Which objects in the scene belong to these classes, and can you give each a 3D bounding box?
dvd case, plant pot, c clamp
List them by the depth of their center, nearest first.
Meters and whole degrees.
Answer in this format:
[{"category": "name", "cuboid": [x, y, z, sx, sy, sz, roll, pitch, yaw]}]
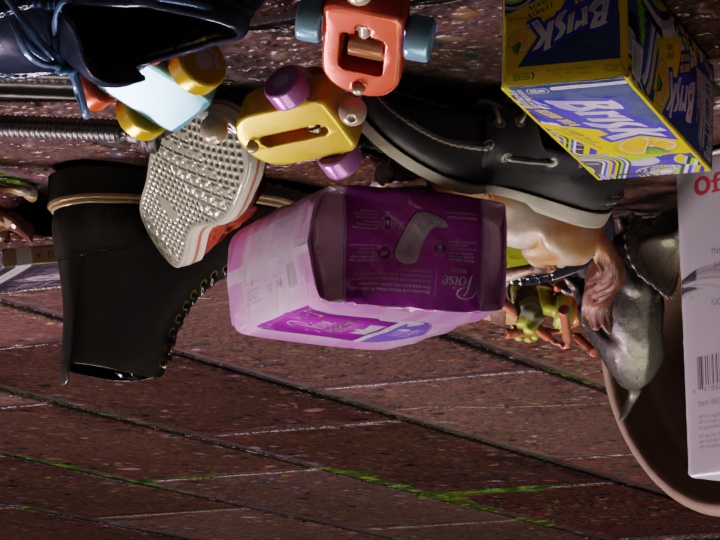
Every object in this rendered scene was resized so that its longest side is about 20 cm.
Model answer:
[{"category": "c clamp", "cuboid": [-0.189, -0.092, 1.678, 0.198, 0.027, 0.171, 1, 163, 8]}, {"category": "dvd case", "cuboid": [-0.169, -0.007, 2.005, 0.199, 0.016, 0.149, -6, 175, -21]}, {"category": "plant pot", "cuboid": [0.293, 0.056, 2.022, 0.174, 0.202, 0.200, -14, 178, -36]}]

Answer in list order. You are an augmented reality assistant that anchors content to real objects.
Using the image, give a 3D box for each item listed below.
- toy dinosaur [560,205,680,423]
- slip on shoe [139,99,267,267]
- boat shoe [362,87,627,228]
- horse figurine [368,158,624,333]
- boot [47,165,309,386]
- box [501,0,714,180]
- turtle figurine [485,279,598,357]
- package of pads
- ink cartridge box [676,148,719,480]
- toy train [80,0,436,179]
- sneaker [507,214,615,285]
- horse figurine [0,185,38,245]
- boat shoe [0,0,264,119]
[{"category": "toy dinosaur", "cuboid": [0.175, 0.027, 1.939, 0.076, 0.201, 0.102, 0, -150, -20]}, {"category": "slip on shoe", "cuboid": [-0.087, -0.059, 1.754, 0.061, 0.074, 0.200, -32, 172, -20]}, {"category": "boat shoe", "cuboid": [0.080, -0.081, 1.683, 0.199, 0.073, 0.063, 16, 118, -36]}, {"category": "horse figurine", "cuboid": [0.089, -0.029, 1.799, 0.199, 0.050, 0.132, 25, 158, -14]}, {"category": "boot", "cuboid": [-0.109, 0.013, 1.885, 0.199, 0.139, 0.077, 4, 167, -21]}, {"category": "box", "cuboid": [0.131, -0.102, 1.517, 0.070, 0.065, 0.200, -4, 167, 18]}, {"category": "turtle figurine", "cuboid": [0.095, 0.019, 2.087, 0.160, 0.065, 0.200, 7, 178, 6]}, {"category": "package of pads", "cuboid": [0.000, 0.000, 1.717, 0.120, 0.076, 0.200, 4, 172, -16]}, {"category": "ink cartridge box", "cuboid": [0.275, 0.023, 1.770, 0.083, 0.202, 0.145, 9, 166, -43]}, {"category": "toy train", "cuboid": [-0.055, -0.119, 1.488, 0.199, 0.056, 0.151, 9, 143, 11]}, {"category": "sneaker", "cuboid": [0.073, -0.024, 1.926, 0.199, 0.066, 0.078, -11, -165, 17]}, {"category": "horse figurine", "cuboid": [-0.298, -0.032, 1.902, 0.132, 0.050, 0.199, 3, 172, -43]}, {"category": "boat shoe", "cuboid": [-0.127, -0.123, 1.393, 0.084, 0.069, 0.199, 27, 150, -35]}]
